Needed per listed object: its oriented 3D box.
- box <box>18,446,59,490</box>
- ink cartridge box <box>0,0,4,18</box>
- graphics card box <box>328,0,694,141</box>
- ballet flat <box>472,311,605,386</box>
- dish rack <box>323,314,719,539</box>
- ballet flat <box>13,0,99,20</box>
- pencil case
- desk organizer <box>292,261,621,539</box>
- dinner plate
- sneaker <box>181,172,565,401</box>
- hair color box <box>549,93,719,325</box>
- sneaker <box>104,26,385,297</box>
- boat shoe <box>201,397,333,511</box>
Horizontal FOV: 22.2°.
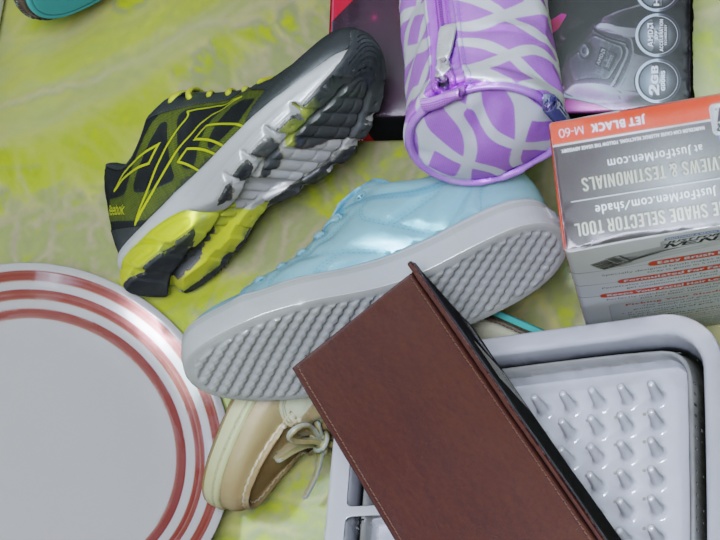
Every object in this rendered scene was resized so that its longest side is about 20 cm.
[{"bbox_3d":[-0.276,0.135,1.004,0.199,0.049,0.161,26,86,15],"label":"box"},{"bbox_3d":[-0.314,-0.128,1.050,0.198,0.083,0.148,6,79,12],"label":"ink cartridge box"},{"bbox_3d":[0.081,-0.136,0.996,0.198,0.051,0.127,1,78,10],"label":"graphics card box"},{"bbox_3d":[0.136,0.080,0.930,0.198,0.069,0.070,20,82,15],"label":"ballet flat"},{"bbox_3d":[0.081,0.114,0.871,0.198,0.044,0.173,-9,57,24],"label":"dish rack"},{"bbox_3d":[-0.125,-0.221,1.053,0.199,0.068,0.075,-38,52,-5],"label":"ballet flat"},{"bbox_3d":[0.050,-0.138,0.907,0.084,0.085,0.202,-29,50,30],"label":"pencil case"},{"bbox_3d":[0.053,0.099,0.823,0.077,0.072,0.201,-38,51,5],"label":"desk organizer"},{"bbox_3d":[-0.163,0.089,0.960,0.198,0.024,0.202,13,56,-20],"label":"dinner plate"},{"bbox_3d":[0.000,0.000,0.918,0.198,0.074,0.082,-19,46,-7],"label":"sneaker"},{"bbox_3d":[0.154,-0.022,0.879,0.110,0.200,0.065,-9,76,8],"label":"hair color box"},{"bbox_3d":[-0.073,-0.071,0.973,0.200,0.074,0.085,-40,65,25],"label":"sneaker"},{"bbox_3d":[-0.008,0.048,0.960,0.062,0.073,0.201,34,84,14],"label":"boat shoe"}]
